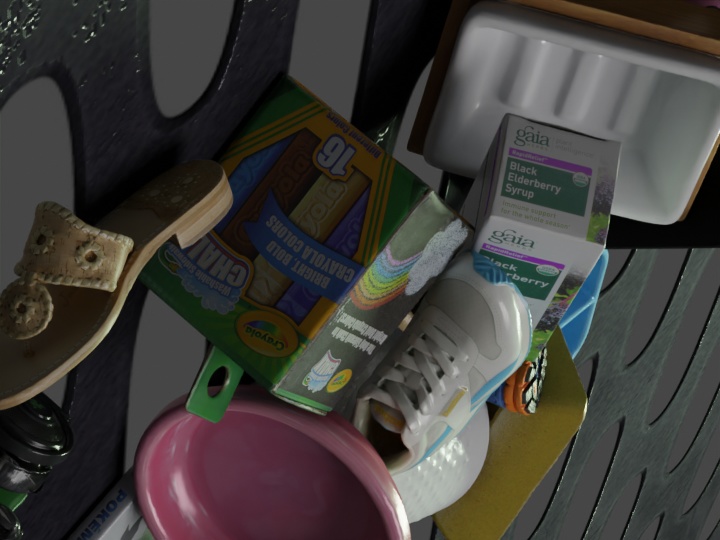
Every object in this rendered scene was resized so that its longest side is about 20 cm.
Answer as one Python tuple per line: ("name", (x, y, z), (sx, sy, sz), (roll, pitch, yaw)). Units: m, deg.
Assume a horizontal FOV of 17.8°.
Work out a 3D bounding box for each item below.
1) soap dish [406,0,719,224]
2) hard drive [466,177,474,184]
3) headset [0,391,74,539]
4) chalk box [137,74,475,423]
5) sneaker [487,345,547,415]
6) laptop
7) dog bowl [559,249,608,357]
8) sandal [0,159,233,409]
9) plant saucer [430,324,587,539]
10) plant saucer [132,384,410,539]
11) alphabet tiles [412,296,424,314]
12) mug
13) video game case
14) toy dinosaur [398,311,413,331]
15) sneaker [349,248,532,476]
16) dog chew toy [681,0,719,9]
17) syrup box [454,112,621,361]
("soap dish", (0.145, -0.123, 1.535), (0.081, 0.199, 0.158), (-78, -176, -45))
("hard drive", (0.128, -0.119, 1.712), (0.140, 0.033, 0.200), (-51, 160, 0))
("headset", (-0.213, 0.128, 1.327), (0.124, 0.094, 0.200), (-49, 171, -6))
("chalk box", (-0.047, 0.004, 1.427), (0.200, 0.124, 0.125), (-50, 161, 2))
("sneaker", (0.103, 0.013, 1.682), (0.076, 0.078, 0.201), (84, 15, -47))
("laptop", (0.236, -0.081, 1.672), (0.200, 0.177, 0.104), (-17, 105, -57))
("dog bowl", (0.151, 0.032, 1.914), (0.111, 0.050, 0.200), (-37, 154, -30))
("sandal", (-0.156, -0.016, 1.274), (0.212, 0.077, 0.070), (-45, 129, -35))
("plant saucer", (0.085, 0.093, 1.773), (0.048, 0.201, 0.200), (6, 134, -26))
("plant saucer", (-0.054, 0.153, 1.544), (0.051, 0.200, 0.201), (-54, 169, -49))
("alphabet tiles", (0.039, 0.038, 1.825), (0.167, 0.008, 0.200), (-19, 142, -58))
("mug", (-0.011, 0.148, 1.666), (0.175, 0.147, 0.201), (-13, 100, -55))
("video game case", (-0.155, 0.196, 1.670), (0.182, 0.022, 0.200), (-49, 160, -7))
("toy dinosaur", (0.000, 0.000, 1.595), (0.200, 0.058, 0.101), (25, 104, -45))
("sneaker", (0.049, 0.068, 1.509), (0.081, 0.076, 0.200), (-34, 158, -40))
("dog chew toy", (0.247, -0.193, 1.596), (0.124, 0.200, 0.125), (-42, 157, -22))
("syrup box", (0.107, -0.019, 1.531), (0.200, 0.078, 0.082), (112, -9, -65))
